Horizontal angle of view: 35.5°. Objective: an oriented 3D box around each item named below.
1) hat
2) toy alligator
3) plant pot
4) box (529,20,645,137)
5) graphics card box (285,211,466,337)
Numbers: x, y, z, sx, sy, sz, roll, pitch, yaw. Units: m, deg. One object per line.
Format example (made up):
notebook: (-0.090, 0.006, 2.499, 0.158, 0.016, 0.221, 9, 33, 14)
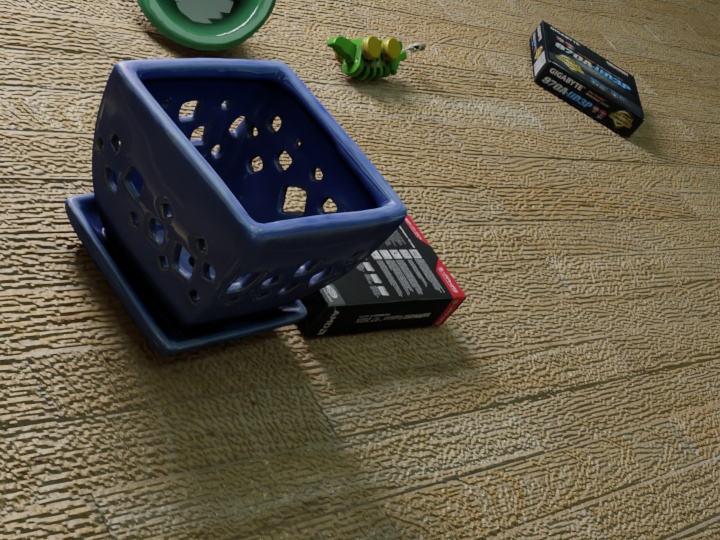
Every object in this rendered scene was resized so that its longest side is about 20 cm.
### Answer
hat: (-0.195, -0.328, 1.373, 0.165, 0.176, 0.201, 35, 70, -8)
toy alligator: (0.027, -0.279, 1.498, 0.199, 0.059, 0.055, -9, 97, -50)
plant pot: (-0.117, -0.048, 0.951, 0.200, 0.180, 0.200, -12, 57, -51)
box: (0.378, -0.322, 1.890, 0.199, 0.046, 0.159, 28, 34, -14)
graphics card box: (0.000, 0.000, 1.124, 0.199, 0.051, 0.126, -2, 50, -47)
